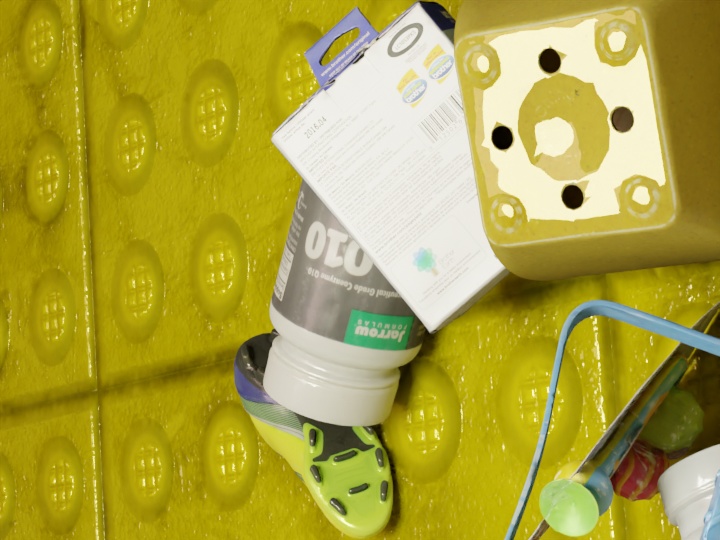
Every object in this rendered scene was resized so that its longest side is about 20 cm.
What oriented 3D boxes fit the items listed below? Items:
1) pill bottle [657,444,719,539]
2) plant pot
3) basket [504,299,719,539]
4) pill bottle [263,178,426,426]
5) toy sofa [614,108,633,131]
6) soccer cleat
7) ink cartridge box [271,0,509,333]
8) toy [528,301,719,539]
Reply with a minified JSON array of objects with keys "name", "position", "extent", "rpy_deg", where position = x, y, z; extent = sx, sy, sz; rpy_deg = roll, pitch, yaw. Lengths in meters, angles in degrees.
[{"name":"pill bottle","position":[0.234,0.200,1.300],"extent":[0.112,0.112,0.200],"rpy_deg":[-41,57,45]},{"name":"plant pot","position":[0.156,-0.088,1.278],"extent":[0.195,0.200,0.195],"rpy_deg":[-7,96,33]},{"name":"basket","position":[0.184,0.115,1.207],"extent":[0.139,0.200,0.177],"rpy_deg":[72,-148,-67]},{"name":"pill bottle","position":[0.000,0.000,1.633],"extent":[0.113,0.113,0.200],"rpy_deg":[35,116,49]},{"name":"toy sofa","position":[0.178,-0.170,1.441],"extent":[0.083,0.097,0.200],"rpy_deg":[-103,31,-62]},{"name":"soccer cleat","position":[-0.031,0.129,1.728],"extent":[0.200,0.065,0.084],"rpy_deg":[53,158,36]},{"name":"ink cartridge box","position":[0.039,-0.081,1.507],"extent":[0.136,0.076,0.200],"rpy_deg":[-41,86,14]},{"name":"toy","position":[0.166,0.104,1.363],"extent":[0.047,0.200,0.115],"rpy_deg":[39,124,13]}]
